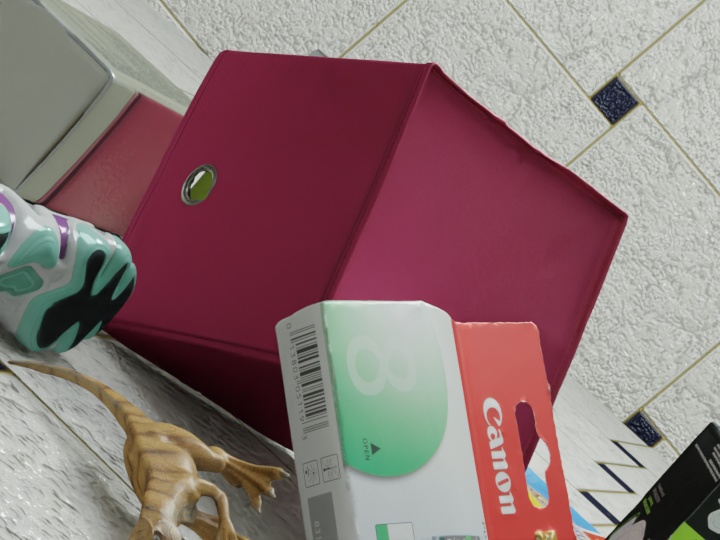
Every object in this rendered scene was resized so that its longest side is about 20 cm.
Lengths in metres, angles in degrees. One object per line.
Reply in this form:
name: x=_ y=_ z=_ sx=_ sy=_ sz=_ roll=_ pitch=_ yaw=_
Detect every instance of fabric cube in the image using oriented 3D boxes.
fabric cube: x=0.000 y=0.000 z=1.494 sx=0.200 sy=0.197 sz=0.199 roll=35 pitch=-16 yaw=-38

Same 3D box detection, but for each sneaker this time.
sneaker: x=-0.207 y=-0.033 z=1.305 sx=0.140 sy=0.078 sz=0.200 roll=44 pitch=7 yaw=26

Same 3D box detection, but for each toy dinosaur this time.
toy dinosaur: x=-0.095 y=0.090 z=1.199 sx=0.106 sy=0.060 sz=0.200 roll=36 pitch=7 yaw=-28

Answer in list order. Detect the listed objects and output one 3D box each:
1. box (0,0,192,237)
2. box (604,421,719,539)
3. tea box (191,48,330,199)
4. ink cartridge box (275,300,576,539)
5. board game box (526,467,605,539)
box: x=-0.205 y=-0.113 z=1.744 sx=0.128 sy=0.109 sz=0.200 roll=43 pitch=7 yaw=20
box: x=0.195 y=0.216 z=1.422 sx=0.148 sy=0.200 sz=0.124 roll=41 pitch=7 yaw=-4
tea box: x=-0.023 y=-0.038 z=1.909 sx=0.134 sy=0.197 sz=0.200 roll=44 pitch=6 yaw=20
ink cartridge box: x=0.052 y=0.099 z=1.357 sx=0.200 sy=0.050 sz=0.161 roll=0 pitch=75 yaw=-39
board game box: x=0.149 y=0.212 z=1.930 sx=0.153 sy=0.040 sz=0.200 roll=42 pitch=6 yaw=12
